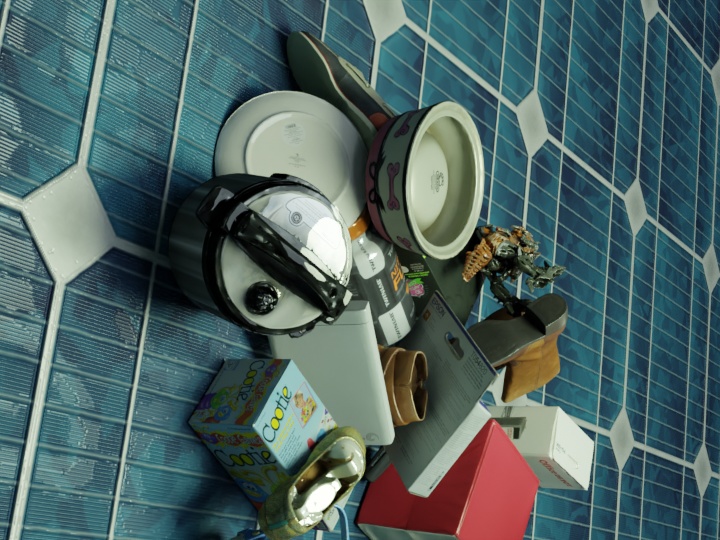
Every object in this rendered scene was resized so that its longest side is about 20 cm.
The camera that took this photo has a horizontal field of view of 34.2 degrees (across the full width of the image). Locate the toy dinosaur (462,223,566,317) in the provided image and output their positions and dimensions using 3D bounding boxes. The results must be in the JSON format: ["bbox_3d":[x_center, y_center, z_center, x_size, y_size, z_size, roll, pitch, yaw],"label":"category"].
[{"bbox_3d":[0.200,-0.007,1.659,0.200,0.102,0.136,-30,71,-34],"label":"toy dinosaur"}]

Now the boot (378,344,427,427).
[{"bbox_3d":[0.018,0.195,1.529,0.074,0.155,0.200,-4,90,-56],"label":"boot"}]

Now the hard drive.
[{"bbox_3d":[-0.038,0.130,1.447,0.027,0.132,0.200,-67,150,-56],"label":"hard drive"}]

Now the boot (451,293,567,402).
[{"bbox_3d":[0.206,0.129,1.664,0.188,0.068,0.200,-33,152,-17],"label":"boot"}]

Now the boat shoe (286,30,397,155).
[{"bbox_3d":[-0.021,-0.236,1.519,0.063,0.071,0.200,-30,74,-34],"label":"boat shoe"}]

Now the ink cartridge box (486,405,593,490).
[{"bbox_3d":[0.239,0.272,1.801,0.147,0.200,0.083,44,52,-45],"label":"ink cartridge box"}]

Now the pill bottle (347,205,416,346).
[{"bbox_3d":[0.000,0.000,1.540,0.106,0.106,0.200,-60,142,-38],"label":"pill bottle"}]

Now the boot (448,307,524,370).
[{"bbox_3d":[0.146,0.117,1.684,0.074,0.200,0.155,55,17,23],"label":"boot"}]

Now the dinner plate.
[{"bbox_3d":[-0.078,-0.129,1.434,0.200,0.024,0.200,5,74,-18],"label":"dinner plate"}]

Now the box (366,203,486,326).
[{"bbox_3d":[0.081,-0.032,1.666,0.200,0.124,0.149,62,41,-32],"label":"box"}]

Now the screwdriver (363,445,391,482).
[{"bbox_3d":[0.072,0.215,1.627,0.028,0.029,0.200,40,94,-23],"label":"screwdriver"}]

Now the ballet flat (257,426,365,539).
[{"bbox_3d":[-0.037,0.239,1.337,0.200,0.071,0.071,-37,117,-47],"label":"ballet flat"}]

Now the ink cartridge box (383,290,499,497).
[{"bbox_3d":[0.095,0.159,1.541,0.041,0.200,0.200,23,111,-33],"label":"ink cartridge box"}]

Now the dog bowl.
[{"bbox_3d":[0.080,-0.114,1.484,0.200,0.074,0.200,-10,103,-56],"label":"dog bowl"}]

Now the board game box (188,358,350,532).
[{"bbox_3d":[-0.098,0.209,1.407,0.200,0.103,0.105,59,44,-34],"label":"board game box"}]

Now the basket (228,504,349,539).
[{"bbox_3d":[-0.097,0.371,1.343,0.200,0.139,0.177,-11,99,-22],"label":"basket"}]

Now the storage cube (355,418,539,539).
[{"bbox_3d":[0.126,0.327,1.662,0.200,0.171,0.180,52,49,-40],"label":"storage cube"}]

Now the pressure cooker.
[{"bbox_3d":[-0.105,-0.017,1.294,0.176,0.200,0.179,-8,101,-26],"label":"pressure cooker"}]
